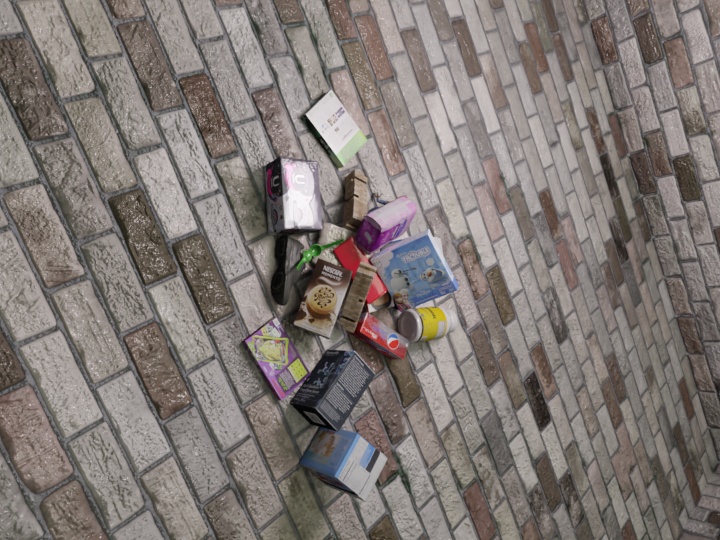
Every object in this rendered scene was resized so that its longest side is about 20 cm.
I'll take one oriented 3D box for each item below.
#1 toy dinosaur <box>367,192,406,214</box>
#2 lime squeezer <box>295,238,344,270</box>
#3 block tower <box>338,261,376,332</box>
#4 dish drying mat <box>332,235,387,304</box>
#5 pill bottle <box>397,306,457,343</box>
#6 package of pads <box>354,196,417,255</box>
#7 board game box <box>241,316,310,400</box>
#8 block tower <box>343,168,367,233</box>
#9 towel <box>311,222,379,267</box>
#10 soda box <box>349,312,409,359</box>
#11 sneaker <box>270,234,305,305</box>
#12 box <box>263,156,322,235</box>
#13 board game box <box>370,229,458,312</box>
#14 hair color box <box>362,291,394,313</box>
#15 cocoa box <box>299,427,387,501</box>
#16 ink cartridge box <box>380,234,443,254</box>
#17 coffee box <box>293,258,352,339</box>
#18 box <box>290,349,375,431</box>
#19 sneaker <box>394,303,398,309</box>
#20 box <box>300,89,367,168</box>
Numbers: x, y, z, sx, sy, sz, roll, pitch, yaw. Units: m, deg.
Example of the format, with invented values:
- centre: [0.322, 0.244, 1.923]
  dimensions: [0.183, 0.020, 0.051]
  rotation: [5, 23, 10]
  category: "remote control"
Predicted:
- centre: [0.086, -0.178, 1.731]
  dimensions: [0.180, 0.200, 0.106]
  rotation: [-30, 118, 0]
  category: "toy dinosaur"
- centre: [-0.134, -0.045, 1.555]
  dimensions: [0.199, 0.070, 0.038]
  rotation: [-34, 131, -40]
  category: "lime squeezer"
- centre: [-0.010, 0.080, 1.587]
  dimensions: [0.053, 0.058, 0.203]
  rotation: [20, 111, 3]
  category: "block tower"
- centre: [0.000, 0.000, 1.619]
  dimensions: [0.076, 0.018, 0.202]
  rotation: [-34, 100, -5]
  category: "dish drying mat"
- centre: [0.231, 0.180, 1.814]
  dimensions: [0.197, 0.110, 0.114]
  rotation: [-2, 85, -37]
  category: "pill bottle"
- centre: [0.079, -0.138, 1.613]
  dimensions: [0.075, 0.121, 0.199]
  rotation: [40, 44, 19]
  category: "package of pads"
- centre: [-0.234, 0.247, 1.509]
  dimensions: [0.120, 0.032, 0.202]
  rotation: [-38, 106, -38]
  category: "board game box"
- centre: [-0.014, -0.218, 1.674]
  dimensions: [0.053, 0.058, 0.203]
  rotation: [22, 54, -30]
  category: "block tower"
- centre: [-0.042, -0.054, 1.636]
  dimensions: [0.197, 0.034, 0.135]
  rotation: [18, 84, -11]
  category: "towel"
- centre: [0.062, 0.212, 1.712]
  dimensions: [0.199, 0.063, 0.071]
  rotation: [36, 64, -27]
  category: "soda box"
- centre: [-0.200, 0.002, 1.541]
  dimensions: [0.090, 0.075, 0.204]
  rotation: [16, 78, -43]
  category: "sneaker"
- centre: [-0.195, -0.210, 1.541]
  dimensions: [0.130, 0.114, 0.204]
  rotation: [-1, 85, -37]
  category: "box"
- centre: [0.162, 0.005, 1.611]
  dimensions: [0.201, 0.198, 0.044]
  rotation: [59, 25, -17]
  category: "board game box"
- centre: [0.037, 0.026, 1.711]
  dimensions: [0.100, 0.061, 0.204]
  rotation: [-12, 92, -28]
  category: "hair color box"
- centre: [-0.051, 0.532, 1.503]
  dimensions: [0.131, 0.199, 0.134]
  rotation: [45, 62, -22]
  category: "cocoa box"
- centre: [0.170, -0.055, 1.732]
  dimensions: [0.199, 0.142, 0.086]
  rotation: [4, 75, -63]
  category: "ink cartridge box"
- centre: [-0.107, 0.083, 1.550]
  dimensions: [0.111, 0.080, 0.203]
  rotation: [19, 79, 0]
  category: "coffee box"
- centre: [-0.079, 0.338, 1.539]
  dimensions: [0.107, 0.147, 0.201]
  rotation: [50, 59, -21]
  category: "box"
- centre: [0.143, 0.037, 1.740]
  dimensions: [0.075, 0.201, 0.088]
  rotation: [28, 55, 13]
  category: "sneaker"
- centre: [-0.081, -0.449, 1.706]
  dimensions: [0.201, 0.036, 0.145]
  rotation: [50, 59, -19]
  category: "box"
